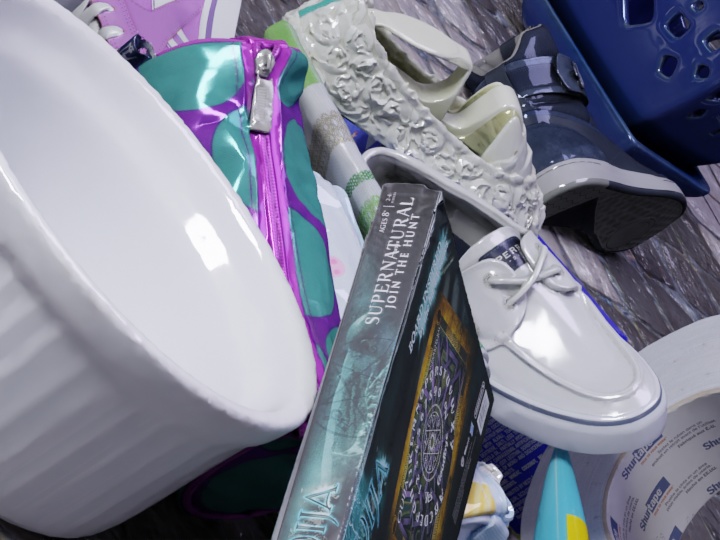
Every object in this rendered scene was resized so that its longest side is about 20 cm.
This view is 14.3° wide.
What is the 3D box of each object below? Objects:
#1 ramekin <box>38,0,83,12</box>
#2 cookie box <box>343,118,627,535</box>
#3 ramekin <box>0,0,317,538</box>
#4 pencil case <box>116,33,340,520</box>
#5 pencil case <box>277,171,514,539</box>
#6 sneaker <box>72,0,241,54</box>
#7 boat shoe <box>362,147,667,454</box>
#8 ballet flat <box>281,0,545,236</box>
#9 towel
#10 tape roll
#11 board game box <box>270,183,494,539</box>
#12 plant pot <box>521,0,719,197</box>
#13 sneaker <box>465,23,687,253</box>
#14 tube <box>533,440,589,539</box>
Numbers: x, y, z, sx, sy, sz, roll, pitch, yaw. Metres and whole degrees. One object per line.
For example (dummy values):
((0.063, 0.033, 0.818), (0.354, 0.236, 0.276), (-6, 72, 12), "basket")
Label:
((-0.181, -0.165, 1.124), (0.200, 0.105, 0.201), (42, 32, -34), "ramekin")
((0.052, 0.014, 1.516), (0.200, 0.075, 0.171), (49, 18, -13), "cookie box")
((-0.115, 0.000, 1.046), (0.201, 0.098, 0.201), (48, 17, -20), "ramekin")
((-0.048, 0.000, 1.174), (0.085, 0.092, 0.201), (4, 60, -29), "pencil case")
((-0.012, 0.052, 1.239), (0.083, 0.091, 0.200), (26, 31, -57), "pencil case")
((-0.118, -0.096, 1.322), (0.114, 0.073, 0.201), (26, 31, -19), "sneaker")
((0.062, 0.012, 1.332), (0.200, 0.074, 0.066), (34, -39, 31), "boat shoe")
((0.041, -0.078, 1.439), (0.200, 0.072, 0.072), (35, 24, -37), "ballet flat")
((0.000, 0.000, 1.335), (0.200, 0.031, 0.149), (62, -23, 26), "towel")
((0.175, 0.116, 1.360), (0.066, 0.200, 0.201), (47, 17, -35), "tape roll")
((0.008, 0.085, 1.087), (0.135, 0.028, 0.200), (74, 26, -47), "board game box")
((0.253, -0.181, 2.292), (0.200, 0.180, 0.200), (22, 35, -60), "plant pot")
((0.149, -0.095, 2.010), (0.202, 0.077, 0.146), (20, 39, -60), "sneaker")
((0.089, 0.169, 1.274), (0.050, 0.078, 0.200), (6, 46, -6), "tube")
